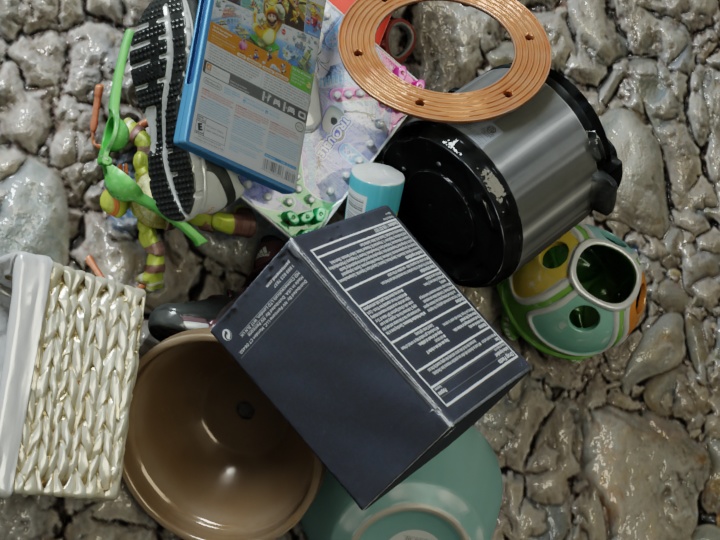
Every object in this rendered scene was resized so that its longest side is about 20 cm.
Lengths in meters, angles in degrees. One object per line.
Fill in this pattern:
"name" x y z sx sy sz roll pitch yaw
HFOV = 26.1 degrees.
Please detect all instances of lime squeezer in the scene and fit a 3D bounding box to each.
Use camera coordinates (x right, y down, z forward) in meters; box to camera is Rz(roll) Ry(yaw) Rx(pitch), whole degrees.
"lime squeezer" -0.200 -0.107 1.370 0.070 0.038 0.202 -19 97 -5

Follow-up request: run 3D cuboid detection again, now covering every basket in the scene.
"basket" -0.267 0.097 1.321 0.122 0.135 0.202 12 78 -29

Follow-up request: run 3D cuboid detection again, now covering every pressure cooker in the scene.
"pressure cooker" 0.141 -0.099 1.469 0.200 0.178 0.177 -36 98 -32

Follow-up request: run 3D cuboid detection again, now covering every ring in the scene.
"ring" 0.077 -0.202 1.428 0.198 0.019 0.202 2 50 -3

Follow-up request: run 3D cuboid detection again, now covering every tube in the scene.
"tube" 0.000 0.000 1.457 0.050 0.078 0.202 5 117 -10

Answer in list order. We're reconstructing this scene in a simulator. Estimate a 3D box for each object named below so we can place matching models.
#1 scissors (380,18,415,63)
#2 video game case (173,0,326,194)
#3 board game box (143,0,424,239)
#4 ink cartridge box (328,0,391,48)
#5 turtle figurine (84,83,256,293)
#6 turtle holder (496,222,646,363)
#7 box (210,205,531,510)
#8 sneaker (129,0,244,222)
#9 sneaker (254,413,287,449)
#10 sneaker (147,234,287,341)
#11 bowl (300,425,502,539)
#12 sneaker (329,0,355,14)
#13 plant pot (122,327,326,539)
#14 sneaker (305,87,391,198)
"scissors" 0.016 -0.173 1.582 0.073 0.014 0.202 13 78 -29
"video game case" -0.093 -0.184 1.364 0.143 0.018 0.202 22 72 -47
"board game box" -0.066 -0.160 1.438 0.200 0.026 0.201 40 75 -11
"ink cartridge box" -0.051 -0.313 1.473 0.198 0.047 0.161 22 91 4
"turtle figurine" -0.176 -0.076 1.432 0.160 0.064 0.202 -5 86 -29
"turtle holder" 0.211 0.003 1.593 0.141 0.132 0.186 -41 92 -21
"box" 0.012 0.068 1.314 0.199 0.123 0.200 48 25 10
"sneaker" -0.149 -0.145 1.365 0.080 0.073 0.202 -8 95 -49
"sneaker" -0.006 0.159 1.494 0.198 0.080 0.079 13 121 -11
"sneaker" -0.111 0.020 1.460 0.199 0.075 0.117 11 73 -38
"bowl" 0.040 0.234 1.431 0.199 0.105 0.203 -1 115 -3
"sneaker" -0.016 -0.303 1.541 0.078 0.090 0.201 26 91 2
"plant pot" -0.116 0.140 1.397 0.202 0.200 0.093 63 22 -8
"sneaker" -0.032 -0.123 1.509 0.200 0.076 0.076 42 68 -15
